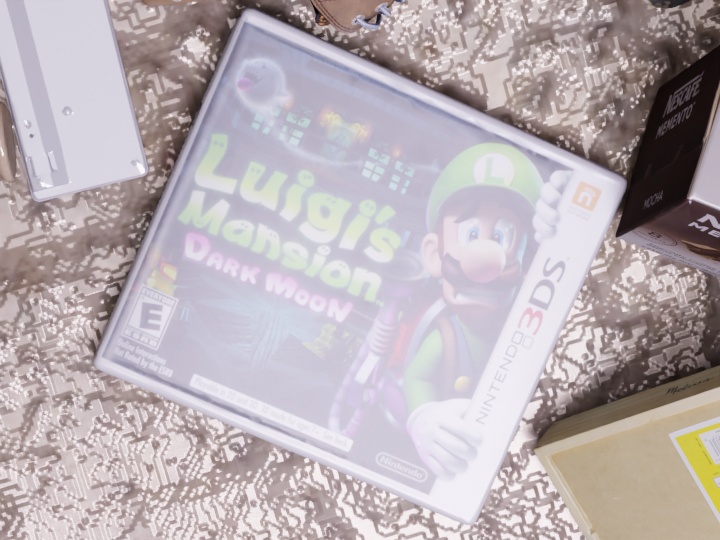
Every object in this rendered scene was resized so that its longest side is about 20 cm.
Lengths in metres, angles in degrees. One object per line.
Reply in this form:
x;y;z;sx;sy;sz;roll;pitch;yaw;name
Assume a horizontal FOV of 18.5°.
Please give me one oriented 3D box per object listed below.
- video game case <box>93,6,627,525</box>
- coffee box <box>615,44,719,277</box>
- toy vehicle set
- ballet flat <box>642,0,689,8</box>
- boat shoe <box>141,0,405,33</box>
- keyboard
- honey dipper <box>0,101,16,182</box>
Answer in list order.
0.000;0.000;1.039;0.199;0.023;0.183;23;96;-7;video game case
0.230;-0.025;1.001;0.199;0.113;0.080;21;80;-8;coffee box
0.189;0.101;1.006;0.199;0.027;0.125;-22;103;39;toy vehicle set
0.169;-0.217;1.015;0.066;0.057;0.201;12;102;-42;ballet flat
-0.008;-0.149;0.999;0.198;0.072;0.073;1;114;-6;boat shoe
-0.148;-0.135;1.015;0.056;0.011;0.202;-15;100;-8;keyboard
-0.257;-0.045;1.007;0.198;0.038;0.038;-8;99;0;honey dipper
